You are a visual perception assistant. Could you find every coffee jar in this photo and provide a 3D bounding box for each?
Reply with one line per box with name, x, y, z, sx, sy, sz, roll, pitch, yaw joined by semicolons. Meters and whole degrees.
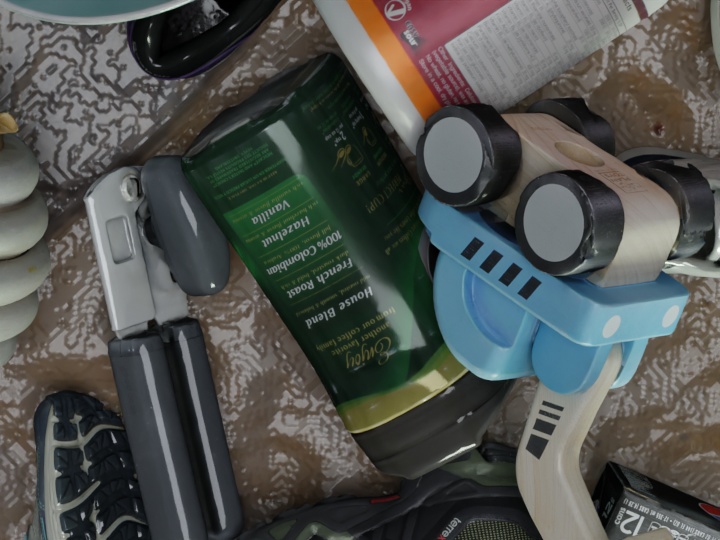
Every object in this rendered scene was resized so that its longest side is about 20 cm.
coffee jar;0.000;0.000;1.410;0.085;0.104;0.200;-29;100;22

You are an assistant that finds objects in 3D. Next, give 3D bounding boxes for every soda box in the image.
soda box;0.205;0.172;1.471;0.199;0.063;0.071;24;99;-6

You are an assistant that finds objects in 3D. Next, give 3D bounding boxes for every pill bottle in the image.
pill bottle;0.083;-0.151;1.384;0.200;0.110;0.110;-34;100;4

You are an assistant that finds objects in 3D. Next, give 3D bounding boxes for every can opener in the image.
can opener;-0.089;0.043;1.427;0.053;0.067;0.201;-19;99;-44

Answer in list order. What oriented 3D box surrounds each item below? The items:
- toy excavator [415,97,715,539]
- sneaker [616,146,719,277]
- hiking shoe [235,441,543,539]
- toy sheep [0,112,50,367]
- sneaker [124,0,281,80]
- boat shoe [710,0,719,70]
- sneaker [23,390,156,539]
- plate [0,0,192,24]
toy excavator;0.095;0.042;1.355;0.194;0.100;0.201;36;118;32
sneaker;0.218;-0.022;1.429;0.199;0.081;0.077;-3;99;-3
hiking shoe;0.007;0.164;1.437;0.199;0.076;0.101;-26;60;3
toy sheep;-0.215;-0.005;1.390;0.137;0.138;0.201;12;112;-4
sneaker;-0.037;-0.169;1.387;0.076;0.088;0.200;37;97;-8
boat shoe;0.223;-0.080;1.382;0.071;0.061;0.202;-3;66;-23
sneaker;-0.151;0.163;1.450;0.086;0.077;0.201;-11;86;32
plate;-0.109;-0.193;1.360;0.199;0.026;0.201;-6;57;10
